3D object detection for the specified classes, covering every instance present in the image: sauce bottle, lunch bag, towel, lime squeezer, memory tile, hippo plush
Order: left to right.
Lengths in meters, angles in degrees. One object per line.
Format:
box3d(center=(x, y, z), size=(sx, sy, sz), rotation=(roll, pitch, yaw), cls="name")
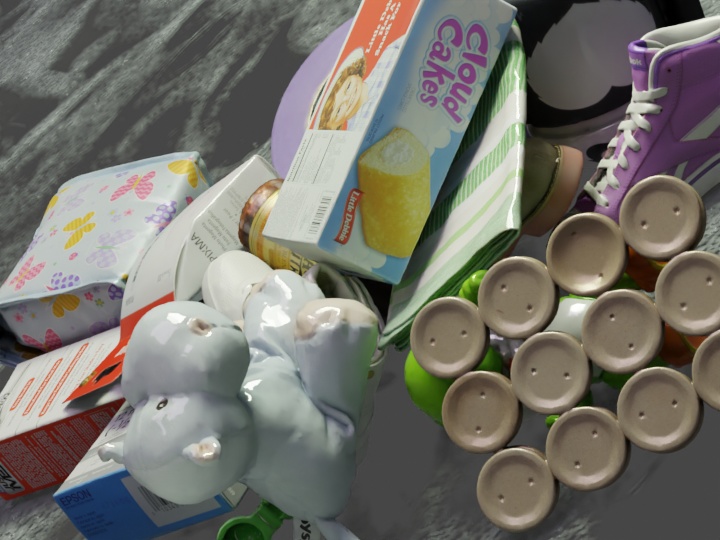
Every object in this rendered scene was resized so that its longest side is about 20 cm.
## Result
box3d(center=(-0.216, 0.004, 1.911), size=(0.199, 0.127, 0.170), rotation=(-9, 38, 33), cls="lunch bag")
box3d(center=(-0.090, 0.096, 1.398), size=(0.159, 0.160, 0.201), rotation=(-7, 81, 49), cls="hippo plush")
box3d(center=(-0.076, 0.168, 1.518), size=(0.071, 0.038, 0.200), rotation=(-6, 41, 52), cls="lime squeezer")
box3d(center=(0.000, 0.000, 1.590), size=(0.200, 0.066, 0.066), rotation=(29, 66, 35), cls="sauce bottle")
box3d(center=(0.061, -0.058, 1.479), size=(0.153, 0.023, 0.200), rotation=(-46, 26, 41), cls="towel")
box3d(center=(0.134, 0.048, 1.327), size=(0.200, 0.154, 0.017), rotation=(-30, -16, 18), cls="memory tile")

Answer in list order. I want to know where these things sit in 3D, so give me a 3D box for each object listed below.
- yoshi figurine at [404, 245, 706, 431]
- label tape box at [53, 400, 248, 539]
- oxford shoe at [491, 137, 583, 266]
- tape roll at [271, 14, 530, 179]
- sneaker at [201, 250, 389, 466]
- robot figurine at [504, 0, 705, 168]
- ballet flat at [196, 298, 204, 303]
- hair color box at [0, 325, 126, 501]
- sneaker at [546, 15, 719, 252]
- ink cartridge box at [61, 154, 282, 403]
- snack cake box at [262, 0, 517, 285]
box3d(center=(0.107, 0.050, 1.384), size=(0.200, 0.112, 0.113), rotation=(-27, 32, 32), cls="yoshi figurine")
box3d(center=(-0.114, 0.105, 1.630), size=(0.143, 0.066, 0.200), rotation=(-23, 24, 39), cls="label tape box")
box3d(center=(0.079, -0.042, 1.566), size=(0.200, 0.074, 0.071), rotation=(133, 153, -53), cls="oxford shoe")
box3d(center=(0.037, -0.106, 1.706), size=(0.199, 0.085, 0.201), rotation=(-19, 50, 24), cls="tape roll")
box3d(center=(-0.039, 0.026, 1.540), size=(0.073, 0.116, 0.200), rotation=(-11, 46, -31), cls="sneaker")
box3d(center=(0.151, -0.167, 1.586), size=(0.150, 0.200, 0.125), rotation=(-10, 29, 35), cls="robot figurine")
box3d(center=(-0.053, 0.024, 1.702), size=(0.200, 0.073, 0.073), rotation=(-23, 28, 25), cls="ballet flat")
box3d(center=(-0.211, 0.105, 1.795), size=(0.200, 0.064, 0.111), rotation=(-19, 30, 36), cls="hair color box")
box3d(center=(0.186, -0.092, 1.512), size=(0.200, 0.114, 0.073), rotation=(-40, 25, 1), cls="sneaker")
box3d(center=(-0.151, 0.008, 1.702), size=(0.200, 0.057, 0.162), rotation=(-42, 7, -22), cls="ink cartridge box")
box3d(center=(0.017, -0.097, 1.504), size=(0.201, 0.067, 0.115), rotation=(-67, 20, -4), cls="snack cake box")
